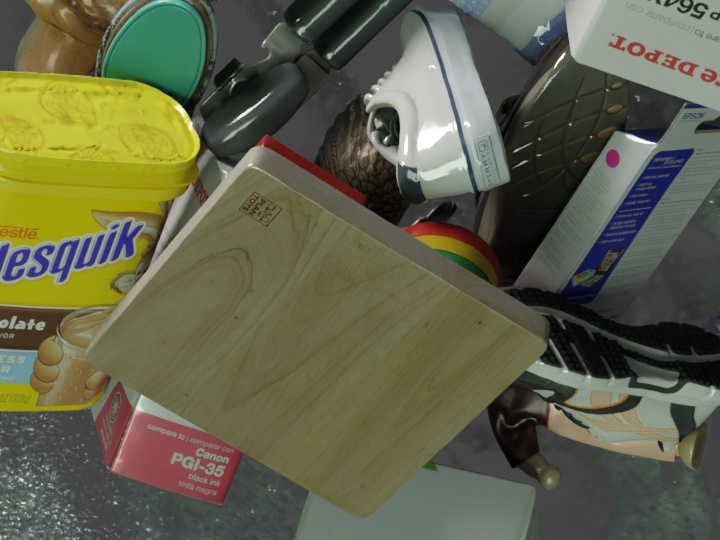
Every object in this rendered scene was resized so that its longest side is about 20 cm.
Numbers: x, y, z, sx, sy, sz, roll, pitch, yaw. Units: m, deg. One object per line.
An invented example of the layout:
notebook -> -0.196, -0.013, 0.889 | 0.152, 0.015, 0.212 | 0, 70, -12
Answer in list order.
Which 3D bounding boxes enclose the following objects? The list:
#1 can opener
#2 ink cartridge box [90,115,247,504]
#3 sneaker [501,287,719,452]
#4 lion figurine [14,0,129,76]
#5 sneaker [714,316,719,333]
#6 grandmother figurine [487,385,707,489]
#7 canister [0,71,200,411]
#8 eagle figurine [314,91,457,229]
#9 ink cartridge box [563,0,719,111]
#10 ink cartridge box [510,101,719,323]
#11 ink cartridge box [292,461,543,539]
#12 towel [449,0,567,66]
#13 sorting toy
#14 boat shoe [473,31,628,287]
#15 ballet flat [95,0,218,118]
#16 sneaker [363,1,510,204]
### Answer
can opener -> -0.016, -0.142, 1.541 | 0.200, 0.067, 0.053 | -45, 128, 6
ink cartridge box -> -0.096, 0.023, 1.600 | 0.082, 0.147, 0.201 | 19, 104, -17
sneaker -> 0.139, 0.069, 1.542 | 0.199, 0.074, 0.080 | 15, 128, -29
lion figurine -> -0.199, -0.134, 1.632 | 0.122, 0.072, 0.200 | 33, 112, 5
sneaker -> 0.278, -0.011, 1.543 | 0.088, 0.080, 0.201 | 32, 125, 9
grandmother figurine -> 0.127, 0.081, 1.659 | 0.199, 0.061, 0.122 | 13, 84, 17
canister -> -0.195, -0.013, 1.537 | 0.148, 0.087, 0.201 | 2, 129, -29
eagle figurine -> 0.006, -0.003, 1.613 | 0.151, 0.151, 0.201 | 32, 142, 33
ink cartridge box -> 0.220, -0.193, 1.430 | 0.145, 0.084, 0.201 | 18, 124, -13
ink cartridge box -> 0.165, -0.036, 1.550 | 0.037, 0.094, 0.200 | 52, 126, 26
ink cartridge box -> 0.046, 0.204, 1.691 | 0.145, 0.085, 0.200 | 12, 154, 13
towel -> 0.086, -0.211, 1.474 | 0.200, 0.024, 0.147 | 34, 121, -31
sorting toy -> -0.022, 0.024, 1.459 | 0.198, 0.070, 0.200 | 31, 132, -14
boat shoe -> 0.105, -0.077, 1.553 | 0.074, 0.074, 0.200 | 0, 137, -21
ballet flat -> -0.130, -0.115, 1.579 | 0.074, 0.074, 0.200 | 29, 133, 2
sneaker -> 0.035, -0.103, 1.500 | 0.070, 0.200, 0.073 | -14, 116, -1
